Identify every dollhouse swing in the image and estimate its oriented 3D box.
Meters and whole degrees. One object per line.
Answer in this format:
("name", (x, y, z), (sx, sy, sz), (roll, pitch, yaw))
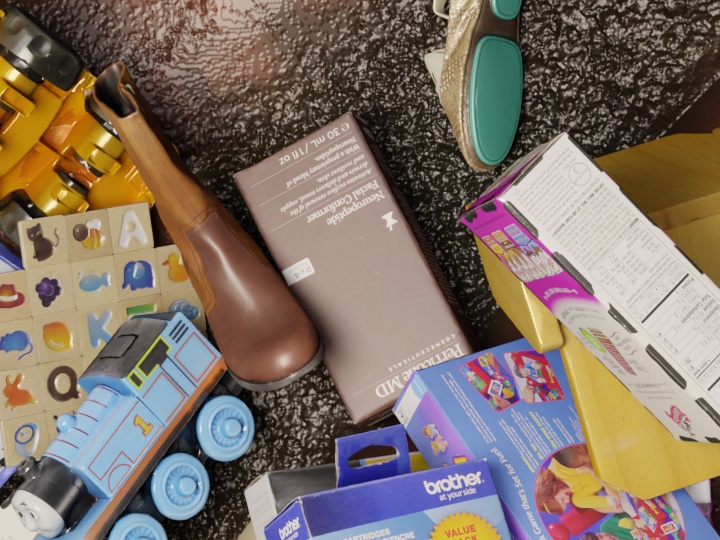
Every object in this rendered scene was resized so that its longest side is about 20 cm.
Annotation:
("dollhouse swing", (0.202, 0.027, 1.344), (0.199, 0.182, 0.176), (-18, 109, -6))

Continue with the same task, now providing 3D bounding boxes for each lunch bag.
("lunch bag", (-0.301, 0.067, 1.420), (0.170, 0.124, 0.200), (38, 101, -24))

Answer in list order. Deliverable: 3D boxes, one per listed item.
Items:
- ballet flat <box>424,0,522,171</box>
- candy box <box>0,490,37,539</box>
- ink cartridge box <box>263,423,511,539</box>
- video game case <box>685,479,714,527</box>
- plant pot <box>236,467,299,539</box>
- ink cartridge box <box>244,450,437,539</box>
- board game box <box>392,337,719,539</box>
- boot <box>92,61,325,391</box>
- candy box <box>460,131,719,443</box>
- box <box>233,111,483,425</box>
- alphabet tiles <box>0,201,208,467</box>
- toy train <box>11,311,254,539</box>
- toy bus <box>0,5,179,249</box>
("ballet flat", (0.081, -0.170, 1.424), (0.065, 0.070, 0.201), (3, 83, 39))
("candy box", (-0.250, 0.261, 1.445), (0.200, 0.061, 0.136), (-44, 78, 6))
("ink cartridge box", (0.027, 0.199, 1.227), (0.136, 0.076, 0.201), (-10, 71, -26))
("video game case", (0.157, 0.233, 1.381), (0.181, 0.036, 0.201), (-2, 85, 12))
("plant pot", (-0.035, 0.245, 1.364), (0.187, 0.187, 0.201), (15, 73, 13))
("ink cartridge box", (0.041, 0.217, 1.297), (0.197, 0.047, 0.201), (-5, 66, -30))
("board game box", (0.131, 0.138, 1.314), (0.200, 0.134, 0.045), (56, 142, 27))
("boot", (-0.102, -0.032, 1.335), (0.068, 0.188, 0.200), (-26, 123, 0))
("candy box", (0.158, 0.014, 1.196), (0.061, 0.136, 0.200), (-44, 92, -7))
("box", (0.000, 0.000, 1.415), (0.100, 0.075, 0.200), (-29, 82, 8))
("alphabet tiles", (-0.183, 0.057, 1.413), (0.166, 0.006, 0.201), (-11, 99, -30))
("toy train", (-0.160, 0.125, 1.373), (0.114, 0.087, 0.200), (48, 62, -22))
("toy bus", (-0.256, -0.116, 1.446), (0.136, 0.200, 0.192), (-51, 36, 3))
